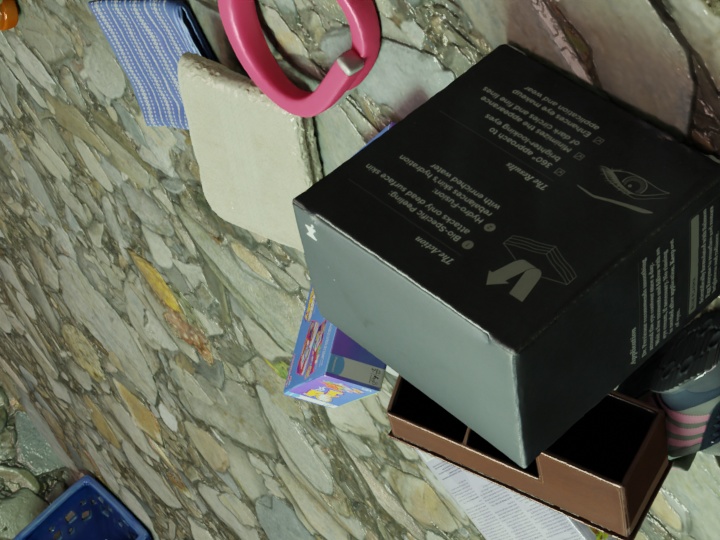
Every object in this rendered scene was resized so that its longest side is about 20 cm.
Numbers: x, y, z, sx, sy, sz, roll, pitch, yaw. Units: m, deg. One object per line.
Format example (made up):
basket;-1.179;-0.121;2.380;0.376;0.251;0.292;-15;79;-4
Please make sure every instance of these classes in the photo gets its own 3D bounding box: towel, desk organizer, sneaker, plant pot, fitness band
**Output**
towel;-0.190;-0.195;1.495;0.200;0.024;0.145;14;135;55
towel;-0.092;-0.103;1.404;0.132;0.035;0.200;22;145;23
desk organizer;0.114;0.108;1.098;0.200;0.072;0.077;21;152;26
sneaker;0.238;0.088;1.075;0.082;0.070;0.200;34;158;0
plant pot;-0.497;0.536;2.876;0.200;0.200;0.180;37;157;31
fitness band;-0.053;-0.198;1.225;0.144;0.037;0.200;52;155;1

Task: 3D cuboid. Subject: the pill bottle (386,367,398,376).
pill bottle;0.071;0.026;1.220;0.109;0.109;0.200;52;157;1

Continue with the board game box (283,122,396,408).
board game box;0.000;0.000;1.204;0.045;0.201;0.134;18;166;-13

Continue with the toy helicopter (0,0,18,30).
toy helicopter;-0.424;-0.347;1.679;0.132;0.079;0.200;57;147;13

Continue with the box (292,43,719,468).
box;0.098;-0.016;0.997;0.197;0.200;0.118;36;152;35

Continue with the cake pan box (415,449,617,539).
cake pan box;0.135;0.188;1.405;0.184;0.052;0.200;52;156;5
